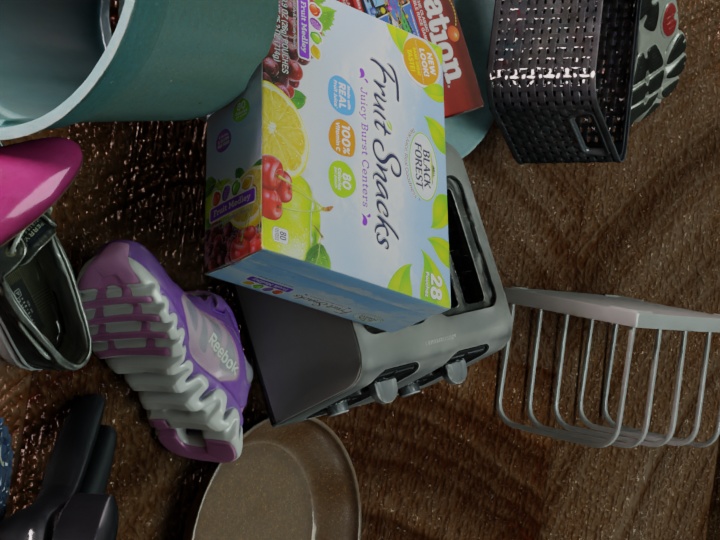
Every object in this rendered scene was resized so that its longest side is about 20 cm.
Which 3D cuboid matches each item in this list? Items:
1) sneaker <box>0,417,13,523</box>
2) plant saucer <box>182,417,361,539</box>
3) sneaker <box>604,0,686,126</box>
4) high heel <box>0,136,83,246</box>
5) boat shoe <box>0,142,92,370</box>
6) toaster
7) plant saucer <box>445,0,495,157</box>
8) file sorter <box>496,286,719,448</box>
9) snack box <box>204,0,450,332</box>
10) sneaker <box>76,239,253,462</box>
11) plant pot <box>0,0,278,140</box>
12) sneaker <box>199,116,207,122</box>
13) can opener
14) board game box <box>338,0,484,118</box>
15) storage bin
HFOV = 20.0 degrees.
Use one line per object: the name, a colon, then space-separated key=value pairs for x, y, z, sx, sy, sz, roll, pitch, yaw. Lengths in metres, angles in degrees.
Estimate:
sneaker: x=-0.265 y=0.110 z=1.247 sx=0.201 sy=0.084 sz=0.077 roll=85 pitch=9 yaw=-46
plant saucer: x=-0.073 y=0.205 z=1.532 sx=0.200 sy=0.036 sz=0.202 roll=-10 pitch=103 yaw=-52
sneaker: x=0.245 y=-0.223 z=1.863 sx=0.080 sy=0.083 sz=0.201 roll=-31 pitch=136 yaw=-28
high heel: x=-0.259 y=-0.048 z=1.164 sx=0.199 sy=0.067 sz=0.097 roll=-28 pitch=131 yaw=-9
boat shoe: x=-0.218 y=-0.023 z=1.282 sx=0.072 sy=0.070 sz=0.201 roll=-49 pitch=130 yaw=-36
toaster: x=0.000 y=0.000 z=1.495 sx=0.180 sy=0.118 sz=0.202 roll=-10 pitch=80 yaw=-48
plant saucer: x=0.052 y=-0.186 z=1.640 sx=0.200 sy=0.038 sz=0.203 roll=-10 pitch=103 yaw=-52
file sorter: x=0.230 y=0.089 z=1.831 sx=0.199 sy=0.138 sz=0.126 roll=6 pitch=94 yaw=-53
snack box: x=-0.021 y=-0.077 z=1.370 sx=0.168 sy=0.067 sz=0.202 roll=19 pitch=62 yaw=-38
sneaker: x=-0.128 y=0.042 z=1.412 sx=0.089 sy=0.080 sz=0.201 roll=-64 pitch=144 yaw=-34
plant pot: x=-0.160 y=-0.173 z=1.253 sx=0.196 sy=0.199 sz=0.202 roll=2 pitch=93 yaw=-60
sneaker: x=-0.059 y=-0.148 z=1.484 sx=0.199 sy=0.077 sz=0.092 roll=4 pitch=82 yaw=-60
can opener: x=-0.185 y=0.151 z=1.313 sx=0.200 sy=0.078 sz=0.064 roll=-85 pitch=172 yaw=-64
board game box: x=0.026 y=-0.209 z=1.544 sx=0.103 sy=0.019 sz=0.202 roll=-19 pitch=92 yaw=-42
storage bin: x=0.171 y=-0.201 z=1.694 sx=0.135 sy=0.093 sz=0.202 roll=54 pitch=40 yaw=-60
